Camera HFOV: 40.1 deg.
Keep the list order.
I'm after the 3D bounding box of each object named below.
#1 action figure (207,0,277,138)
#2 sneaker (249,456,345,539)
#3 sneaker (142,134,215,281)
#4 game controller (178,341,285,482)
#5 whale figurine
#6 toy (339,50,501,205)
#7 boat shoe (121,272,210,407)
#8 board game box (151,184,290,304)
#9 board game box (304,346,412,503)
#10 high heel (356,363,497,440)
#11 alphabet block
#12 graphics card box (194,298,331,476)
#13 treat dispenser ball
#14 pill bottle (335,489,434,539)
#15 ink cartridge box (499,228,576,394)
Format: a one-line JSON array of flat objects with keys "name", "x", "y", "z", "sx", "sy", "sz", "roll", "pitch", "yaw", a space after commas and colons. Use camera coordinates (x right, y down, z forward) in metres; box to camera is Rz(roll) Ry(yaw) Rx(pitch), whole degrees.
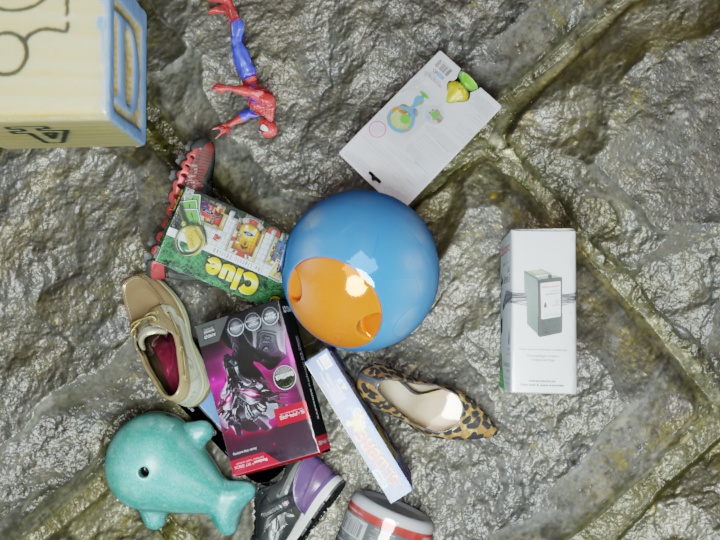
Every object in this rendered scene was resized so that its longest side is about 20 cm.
[{"name": "action figure", "x": -0.178, "y": -0.261, "z": 1.324, "sx": 0.098, "sy": 0.065, "sz": 0.201, "roll": -25, "pitch": 85, "yaw": -9}, {"name": "sneaker", "x": -0.109, "y": 0.324, "z": 1.284, "sx": 0.087, "sy": 0.076, "sz": 0.201, "roll": 38, "pitch": 94, "yaw": 15}, {"name": "sneaker", "x": -0.217, "y": -0.076, "z": 1.311, "sx": 0.097, "sy": 0.071, "sz": 0.202, "roll": 16, "pitch": 86, "yaw": -2}, {"name": "game controller", "x": -0.165, "y": 0.184, "z": 1.307, "sx": 0.104, "sy": 0.042, "sz": 0.200, "roll": -44, "pitch": 86, "yaw": -2}, {"name": "whale figurine", "x": -0.236, "y": 0.268, "z": 1.271, "sx": 0.199, "sy": 0.104, "sz": 0.160, "roll": 31, "pitch": 91, "yaw": 2}, {"name": "toy", "x": 0.080, "y": -0.184, "z": 1.323, "sx": 0.115, "sy": 0.047, "sz": 0.200, "roll": 43, "pitch": 85, "yaw": 7}, {"name": "boat shoe", "x": -0.261, "y": 0.084, "z": 1.283, "sx": 0.074, "sy": 0.066, "sz": 0.201, "roll": -39, "pitch": 69, "yaw": 13}, {"name": "board game box", "x": -0.161, "y": -0.024, "z": 1.284, "sx": 0.199, "sy": 0.023, "sz": 0.106, "roll": 23, "pitch": 90, "yaw": -27}, {"name": "board game box", "x": 0.001, "y": 0.191, "z": 1.256, "sx": 0.034, "sy": 0.135, "sz": 0.201, "roll": -32, "pitch": 85, "yaw": 0}, {"name": "high heel", "x": 0.087, "y": 0.175, "z": 1.251, "sx": 0.198, "sy": 0.143, "sz": 0.072, "roll": 22, "pitch": 86, "yaw": 3}, {"name": "alphabet block", "x": -0.393, "y": -0.266, "z": 1.265, "sx": 0.198, "sy": 0.196, "sz": 0.198, "roll": 0, "pitch": 85, "yaw": 1}, {"name": "graphics card box", "x": -0.124, "y": 0.148, "z": 1.248, "sx": 0.124, "sy": 0.051, "sz": 0.202, "roll": -17, "pitch": 82, "yaw": 16}, {"name": "treat dispenser ball", "x": 0.000, "y": 0.000, "z": 1.236, "sx": 0.199, "sy": 0.201, "sz": 0.203, "roll": 0, "pitch": 86, "yaw": 1}, {"name": "pill bottle", "x": 0.009, "y": 0.394, "z": 1.253, "sx": 0.115, "sy": 0.116, "sz": 0.202, "roll": 21, "pitch": 88, "yaw": 3}, {"name": "ink cartridge box", "x": 0.224, "y": 0.052, "z": 1.255, "sx": 0.083, "sy": 0.146, "sz": 0.202, "roll": 1, "pitch": 86, "yaw": 3}]
